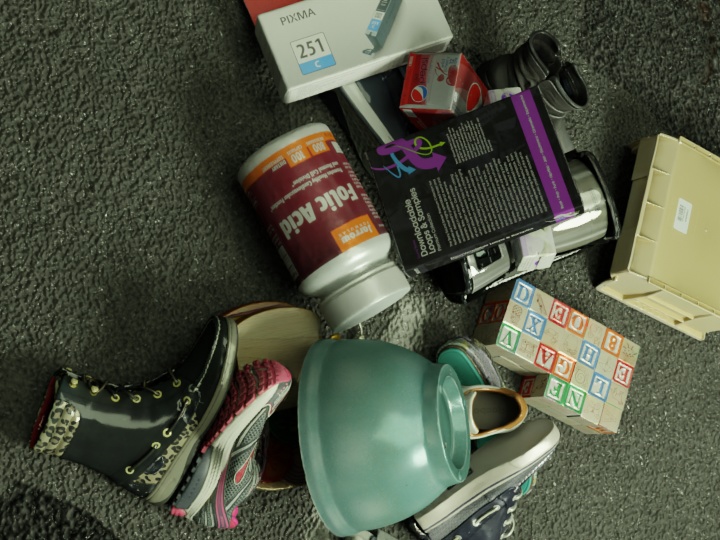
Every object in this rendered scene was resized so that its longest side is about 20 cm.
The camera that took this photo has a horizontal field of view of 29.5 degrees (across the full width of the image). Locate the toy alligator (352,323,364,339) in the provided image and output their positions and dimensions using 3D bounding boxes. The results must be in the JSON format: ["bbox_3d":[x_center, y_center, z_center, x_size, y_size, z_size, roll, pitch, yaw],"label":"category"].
[{"bbox_3d":[0.000,0.000,1.518,0.059,0.054,0.202,-3,85,-29],"label":"toy alligator"}]

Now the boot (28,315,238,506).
[{"bbox_3d":[-0.220,0.119,1.342,0.153,0.073,0.205,24,97,-22],"label":"boot"}]

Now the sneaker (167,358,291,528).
[{"bbox_3d":[-0.120,0.172,1.368,0.074,0.201,0.081,25,27,-14],"label":"sneaker"}]

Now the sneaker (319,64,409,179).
[{"bbox_3d":[0.048,-0.190,1.560,0.146,0.077,0.203,-36,100,-26],"label":"sneaker"}]

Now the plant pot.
[{"bbox_3d":[0.034,0.161,1.380,0.200,0.133,0.202,-9,90,-73],"label":"plant pot"}]

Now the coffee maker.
[{"bbox_3d":[0.175,-0.042,1.574,0.199,0.192,0.135,-21,70,-9],"label":"coffee maker"}]

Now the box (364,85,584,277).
[{"bbox_3d":[0.118,-0.093,1.434,0.199,0.036,0.144,-19,72,6],"label":"box"}]

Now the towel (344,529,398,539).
[{"bbox_3d":[0.061,0.377,1.455,0.192,0.035,0.201,29,35,-23],"label":"towel"}]

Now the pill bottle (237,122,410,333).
[{"bbox_3d":[-0.037,-0.044,1.445,0.114,0.114,0.201,-26,81,-29],"label":"pill bottle"}]

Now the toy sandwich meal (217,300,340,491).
[{"bbox_3d":[-0.084,0.131,1.443,0.204,0.070,0.207,4,81,-29],"label":"toy sandwich meal"}]

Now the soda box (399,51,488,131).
[{"bbox_3d":[0.110,-0.174,1.540,0.200,0.063,0.071,39,59,-62],"label":"soda box"}]

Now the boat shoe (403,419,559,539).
[{"bbox_3d":[0.152,0.253,1.529,0.199,0.075,0.093,-34,108,8],"label":"boat shoe"}]

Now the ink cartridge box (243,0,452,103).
[{"bbox_3d":[-0.023,-0.296,1.501,0.199,0.045,0.177,-20,79,-14],"label":"ink cartridge box"}]

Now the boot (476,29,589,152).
[{"bbox_3d":[0.229,-0.182,1.629,0.200,0.131,0.070,49,63,-15],"label":"boot"}]

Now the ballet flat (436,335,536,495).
[{"bbox_3d":[0.156,0.161,1.581,0.072,0.072,0.201,-31,98,-29],"label":"ballet flat"}]

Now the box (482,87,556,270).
[{"bbox_3d":[0.170,-0.099,1.470,0.038,0.041,0.202,-6,68,-8],"label":"box"}]

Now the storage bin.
[{"bbox_3d":[0.409,-0.043,1.735,0.198,0.094,0.201,24,72,-24],"label":"storage bin"}]

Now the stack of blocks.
[{"bbox_3d":[0.230,0.105,1.631,0.199,0.058,0.116,28,71,-23],"label":"stack of blocks"}]

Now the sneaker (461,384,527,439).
[{"bbox_3d":[0.085,0.153,1.495,0.198,0.085,0.073,-7,81,-2],"label":"sneaker"}]
